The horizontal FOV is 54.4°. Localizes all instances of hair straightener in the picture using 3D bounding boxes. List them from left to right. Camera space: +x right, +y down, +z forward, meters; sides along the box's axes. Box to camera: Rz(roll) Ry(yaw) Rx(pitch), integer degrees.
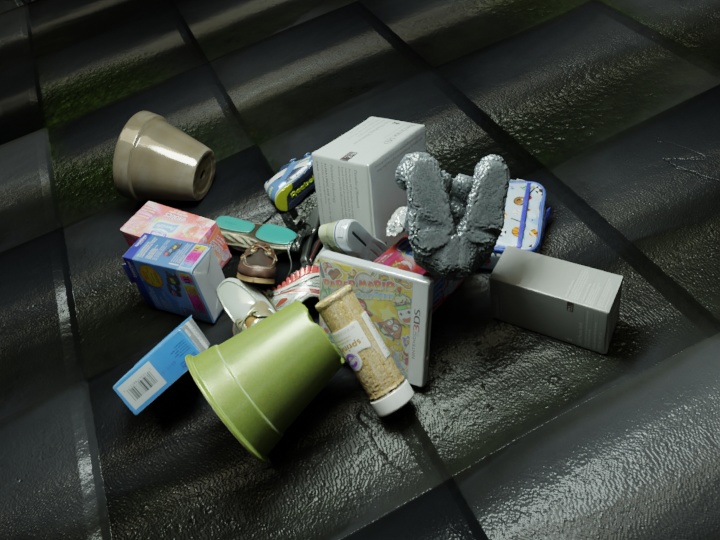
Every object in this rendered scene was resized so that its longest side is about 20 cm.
[{"bbox_3d":[-0.111,-0.064,1.365,0.041,0.077,0.202,-27,28,40],"label":"hair straightener"}]

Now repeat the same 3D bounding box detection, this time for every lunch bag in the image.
[{"bbox_3d":[0.269,-0.090,1.299,0.157,0.076,0.202,6,50,17],"label":"lunch bag"}]

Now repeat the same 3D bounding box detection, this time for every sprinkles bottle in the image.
[{"bbox_3d":[0.006,0.124,1.085,0.068,0.068,0.202,-31,91,-16],"label":"sprinkles bottle"}]

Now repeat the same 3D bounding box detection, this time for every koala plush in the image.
[{"bbox_3d":[0.124,-0.078,1.103,0.174,0.188,0.200,1,0,-11],"label":"koala plush"}]

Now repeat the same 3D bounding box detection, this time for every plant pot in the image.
[{"bbox_3d":[-0.427,-0.237,1.571,0.171,0.202,0.202,17,51,9],"label":"plant pot"},{"bbox_3d":[-0.131,0.150,1.064,0.189,0.201,0.200,-39,48,-8],"label":"plant pot"}]

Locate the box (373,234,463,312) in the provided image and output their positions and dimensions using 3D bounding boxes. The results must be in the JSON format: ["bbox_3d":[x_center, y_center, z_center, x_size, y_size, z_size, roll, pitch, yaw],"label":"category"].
[{"bbox_3d":[0.099,0.006,1.199,0.094,0.101,0.200,18,38,30],"label":"box"}]

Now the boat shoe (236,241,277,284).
[{"bbox_3d":[-0.187,-0.017,1.274,0.069,0.072,0.200,10,5,-12],"label":"boat shoe"}]

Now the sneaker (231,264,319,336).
[{"bbox_3d":[-0.140,0.072,1.249,0.198,0.078,0.083,-33,64,0],"label":"sneaker"}]

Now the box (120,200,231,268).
[{"bbox_3d":[-0.374,-0.056,1.423,0.197,0.104,0.095,17,53,28],"label":"box"}]

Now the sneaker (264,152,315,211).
[{"bbox_3d":[-0.126,-0.214,1.530,0.199,0.075,0.082,-37,46,-21],"label":"sneaker"}]

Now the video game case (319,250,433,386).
[{"bbox_3d":[0.020,0.077,1.123,0.197,0.185,0.023,15,27,28],"label":"video game case"}]

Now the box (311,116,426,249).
[{"bbox_3d":[0.025,-0.154,1.309,0.129,0.203,0.199,16,38,31],"label":"box"}]

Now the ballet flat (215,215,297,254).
[{"bbox_3d":[-0.207,-0.062,1.415,0.197,0.063,0.068,16,42,20],"label":"ballet flat"}]

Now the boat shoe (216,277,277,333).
[{"bbox_3d":[-0.172,0.087,1.186,0.200,0.068,0.075,42,94,9],"label":"boat shoe"}]

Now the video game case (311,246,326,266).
[{"bbox_3d":[0.000,0.000,1.322,0.197,0.023,0.183,14,52,28],"label":"video game case"}]

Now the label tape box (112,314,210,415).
[{"bbox_3d":[-0.329,0.154,1.194,0.144,0.064,0.200,-41,7,-4],"label":"label tape box"}]

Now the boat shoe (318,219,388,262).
[{"bbox_3d":[-0.002,-0.031,1.199,0.061,0.200,0.073,8,65,32],"label":"boat shoe"}]

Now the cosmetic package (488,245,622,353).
[{"bbox_3d":[0.313,0.044,1.133,0.197,0.108,0.091,14,52,29],"label":"cosmetic package"}]

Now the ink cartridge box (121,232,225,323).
[{"bbox_3d":[-0.357,0.011,1.329,0.197,0.138,0.077,12,47,26],"label":"ink cartridge box"}]
